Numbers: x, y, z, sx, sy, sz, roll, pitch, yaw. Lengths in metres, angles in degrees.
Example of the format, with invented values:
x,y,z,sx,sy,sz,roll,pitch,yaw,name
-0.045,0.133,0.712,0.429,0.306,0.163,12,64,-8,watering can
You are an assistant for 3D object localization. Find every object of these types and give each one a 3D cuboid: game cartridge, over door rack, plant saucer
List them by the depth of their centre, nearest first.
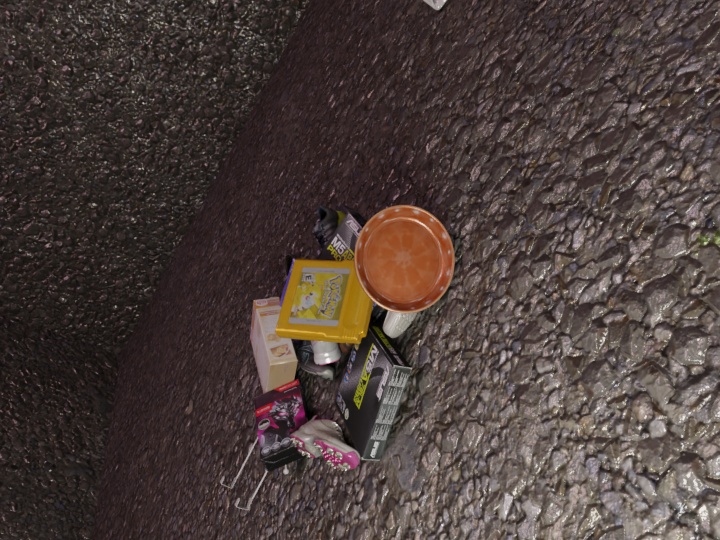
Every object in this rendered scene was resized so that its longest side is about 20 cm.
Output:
x,y,z,sx,sy,sz,roll,pitch,yaw,name
0.083,-0.021,1.200,0.032,0.195,0.206,145,146,-81,plant saucer
-0.067,0.059,1.296,0.194,0.033,0.181,0,61,23,game cartridge
-0.238,0.470,1.512,0.201,0.067,0.147,-51,24,-16,over door rack

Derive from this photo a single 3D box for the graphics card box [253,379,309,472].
x,y,z,sx,sy,sz,roll,pitch,yaw,name
-0.180,0.358,1.465,0.122,0.052,0.202,-21,36,0,graphics card box

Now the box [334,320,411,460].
x,y,z,sx,sy,sz,roll,pitch,yaw,name
0.019,0.230,1.235,0.194,0.046,0.205,-127,52,-63,box

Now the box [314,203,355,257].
x,y,z,sx,sy,sz,roll,pitch,yaw,name
-0.042,-0.066,1.616,0.161,0.047,0.200,-60,28,10,box

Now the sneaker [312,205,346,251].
x,y,z,sx,sy,sz,roll,pitch,yaw,name
-0.085,-0.076,1.559,0.074,0.080,0.204,-41,36,38,sneaker

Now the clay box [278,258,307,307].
x,y,z,sx,sy,sz,roll,pitch,yaw,name
-0.084,0.066,1.376,0.197,0.047,0.118,28,105,33,clay box

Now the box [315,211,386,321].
x,y,z,sx,sy,sz,roll,pitch,yaw,name
0.000,0.000,1.374,0.201,0.044,0.161,49,118,21,box

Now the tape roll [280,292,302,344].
x,y,z,sx,sy,sz,roll,pitch,yaw,name
-0.151,0.090,1.675,0.199,0.064,0.205,-41,37,40,tape roll

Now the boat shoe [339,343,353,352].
x,y,z,sx,sy,sz,roll,pitch,yaw,name
-0.033,0.098,1.444,0.068,0.071,0.204,-45,37,32,boat shoe

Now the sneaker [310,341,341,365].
x,y,z,sx,sy,sz,roll,pitch,yaw,name
-0.089,0.127,1.471,0.201,0.079,0.091,-116,14,-59,sneaker

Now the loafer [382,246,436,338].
x,y,z,sx,sy,sz,roll,pitch,yaw,name
0.093,0.035,1.253,0.069,0.070,0.204,23,81,32,loafer

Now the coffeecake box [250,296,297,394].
x,y,z,sx,sy,sz,roll,pitch,yaw,name
-0.223,0.198,1.584,0.156,0.071,0.203,105,151,-45,coffeecake box

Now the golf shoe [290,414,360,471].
x,y,z,sx,sy,sz,roll,pitch,yaw,name
-0.063,0.350,1.301,0.197,0.077,0.091,5,39,46,golf shoe

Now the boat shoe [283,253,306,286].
x,y,z,sx,sy,sz,roll,pitch,yaw,name
-0.165,0.032,1.604,0.072,0.064,0.203,-48,32,29,boat shoe

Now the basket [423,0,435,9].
x,y,z,sx,sy,sz,roll,pitch,yaw,name
0.188,-0.852,1.664,0.199,0.197,0.163,-47,26,30,basket

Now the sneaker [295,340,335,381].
x,y,z,sx,sy,sz,roll,pitch,yaw,name
-0.108,0.203,1.496,0.081,0.074,0.199,-64,27,-3,sneaker

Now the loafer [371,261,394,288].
x,y,z,sx,sy,sz,roll,pitch,yaw,name
0.057,-0.043,1.269,0.203,0.067,0.076,-59,2,-27,loafer
